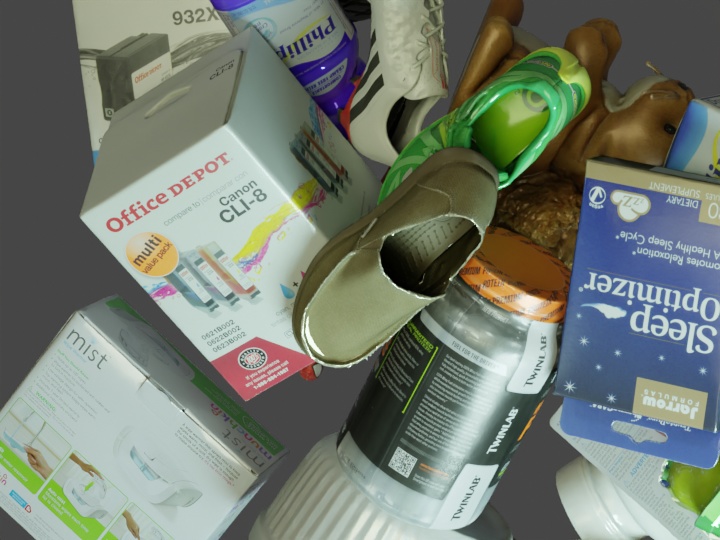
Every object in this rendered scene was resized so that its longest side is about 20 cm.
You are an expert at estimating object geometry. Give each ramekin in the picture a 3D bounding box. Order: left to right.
[{"bbox_3d":[0.024,0.208,1.730,0.199,0.200,0.106,31,101,9],"label":"ramekin"}]

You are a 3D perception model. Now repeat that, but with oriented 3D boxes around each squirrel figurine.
[{"bbox_3d":[0.153,-0.091,1.692,0.185,0.142,0.201,22,101,-1],"label":"squirrel figurine"}]

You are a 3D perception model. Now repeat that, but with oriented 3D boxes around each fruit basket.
[{"bbox_3d":[0.261,0.102,1.603,0.200,0.094,0.186,42,105,26],"label":"fruit basket"}]

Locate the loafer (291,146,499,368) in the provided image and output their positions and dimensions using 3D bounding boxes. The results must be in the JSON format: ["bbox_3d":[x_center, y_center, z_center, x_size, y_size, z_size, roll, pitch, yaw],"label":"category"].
[{"bbox_3d":[0.019,-0.001,1.553,0.076,0.068,0.200,31,119,-16],"label":"loafer"}]

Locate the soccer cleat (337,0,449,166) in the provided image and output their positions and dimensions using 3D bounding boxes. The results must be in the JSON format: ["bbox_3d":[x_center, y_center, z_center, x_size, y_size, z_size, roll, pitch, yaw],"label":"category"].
[{"bbox_3d":[0.037,-0.168,1.662,0.085,0.068,0.202,38,125,39],"label":"soccer cleat"}]

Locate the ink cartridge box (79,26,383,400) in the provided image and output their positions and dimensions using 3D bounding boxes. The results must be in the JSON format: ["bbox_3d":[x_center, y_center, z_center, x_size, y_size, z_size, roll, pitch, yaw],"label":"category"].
[{"bbox_3d":[-0.084,-0.043,1.660,0.145,0.145,0.200,-30,116,24],"label":"ink cartridge box"}]

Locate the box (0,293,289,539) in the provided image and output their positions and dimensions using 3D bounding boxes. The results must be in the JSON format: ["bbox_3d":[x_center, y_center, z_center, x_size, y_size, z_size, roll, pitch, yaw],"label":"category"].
[{"bbox_3d":[-0.193,0.152,1.835,0.200,0.097,0.177,41,106,7],"label":"box"}]

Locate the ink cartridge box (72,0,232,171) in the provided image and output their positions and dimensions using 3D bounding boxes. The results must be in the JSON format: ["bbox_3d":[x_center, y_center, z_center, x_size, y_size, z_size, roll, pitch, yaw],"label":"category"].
[{"bbox_3d":[-0.141,-0.160,1.778,0.144,0.084,0.202,-5,97,17],"label":"ink cartridge box"}]

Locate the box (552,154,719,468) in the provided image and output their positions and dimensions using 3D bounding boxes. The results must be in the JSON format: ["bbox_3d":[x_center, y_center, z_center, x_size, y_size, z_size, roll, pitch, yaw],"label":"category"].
[{"bbox_3d":[0.200,0.032,1.541,0.120,0.032,0.202,12,105,22],"label":"box"}]

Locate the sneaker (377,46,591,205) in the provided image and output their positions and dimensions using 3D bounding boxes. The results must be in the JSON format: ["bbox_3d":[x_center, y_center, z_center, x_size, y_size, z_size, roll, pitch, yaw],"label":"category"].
[{"bbox_3d":[0.075,-0.082,1.592,0.074,0.084,0.200,46,117,3],"label":"sneaker"}]

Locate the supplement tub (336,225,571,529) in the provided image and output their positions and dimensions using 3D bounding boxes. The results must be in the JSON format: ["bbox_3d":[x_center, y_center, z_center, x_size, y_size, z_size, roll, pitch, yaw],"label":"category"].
[{"bbox_3d":[0.073,0.076,1.630,0.122,0.123,0.201,31,115,9],"label":"supplement tub"}]

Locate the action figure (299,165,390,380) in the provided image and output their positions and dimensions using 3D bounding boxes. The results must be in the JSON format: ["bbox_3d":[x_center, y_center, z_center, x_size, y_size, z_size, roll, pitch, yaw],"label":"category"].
[{"bbox_3d":[0.000,0.000,1.785,0.065,0.052,0.201,28,107,5],"label":"action figure"}]

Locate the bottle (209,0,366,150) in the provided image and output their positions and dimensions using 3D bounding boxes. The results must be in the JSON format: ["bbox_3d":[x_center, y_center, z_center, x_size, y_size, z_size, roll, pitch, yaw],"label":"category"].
[{"bbox_3d":[-0.045,-0.172,1.708,0.083,0.065,0.200,-30,131,4],"label":"bottle"}]

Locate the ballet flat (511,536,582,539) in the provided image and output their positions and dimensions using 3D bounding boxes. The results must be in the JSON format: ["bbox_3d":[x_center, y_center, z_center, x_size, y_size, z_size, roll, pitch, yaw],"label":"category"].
[{"bbox_3d":[0.195,0.248,1.766,0.198,0.068,0.073,10,82,18],"label":"ballet flat"}]

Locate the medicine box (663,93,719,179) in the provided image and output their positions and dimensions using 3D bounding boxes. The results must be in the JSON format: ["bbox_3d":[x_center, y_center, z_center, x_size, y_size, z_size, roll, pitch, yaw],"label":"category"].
[{"bbox_3d":[0.337,-0.045,1.577,0.199,0.181,0.104,33,118,30],"label":"medicine box"}]

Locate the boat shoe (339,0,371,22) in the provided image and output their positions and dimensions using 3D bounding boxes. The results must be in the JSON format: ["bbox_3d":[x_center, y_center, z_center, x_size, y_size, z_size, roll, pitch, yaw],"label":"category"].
[{"bbox_3d":[0.021,-0.253,1.733,0.199,0.076,0.074,-21,60,26],"label":"boat shoe"}]

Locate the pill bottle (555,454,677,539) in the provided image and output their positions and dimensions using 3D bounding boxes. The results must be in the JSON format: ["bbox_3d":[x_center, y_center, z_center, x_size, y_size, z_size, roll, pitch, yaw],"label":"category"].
[{"bbox_3d":[0.251,0.137,1.701,0.199,0.111,0.112,-32,89,17],"label":"pill bottle"}]
